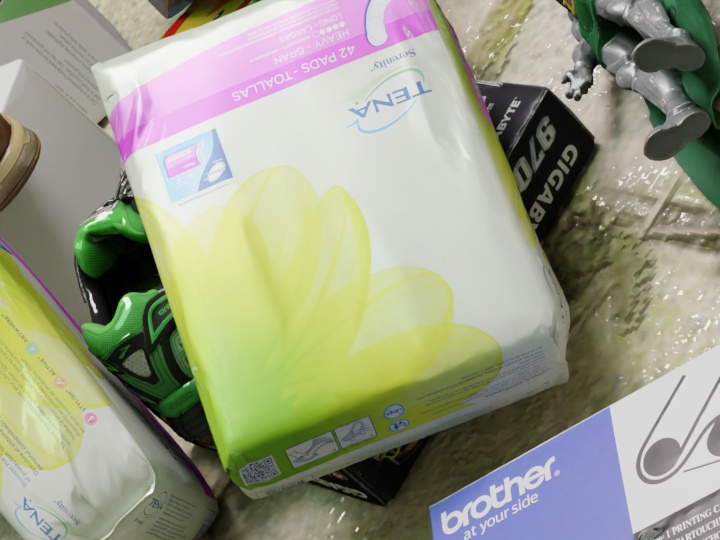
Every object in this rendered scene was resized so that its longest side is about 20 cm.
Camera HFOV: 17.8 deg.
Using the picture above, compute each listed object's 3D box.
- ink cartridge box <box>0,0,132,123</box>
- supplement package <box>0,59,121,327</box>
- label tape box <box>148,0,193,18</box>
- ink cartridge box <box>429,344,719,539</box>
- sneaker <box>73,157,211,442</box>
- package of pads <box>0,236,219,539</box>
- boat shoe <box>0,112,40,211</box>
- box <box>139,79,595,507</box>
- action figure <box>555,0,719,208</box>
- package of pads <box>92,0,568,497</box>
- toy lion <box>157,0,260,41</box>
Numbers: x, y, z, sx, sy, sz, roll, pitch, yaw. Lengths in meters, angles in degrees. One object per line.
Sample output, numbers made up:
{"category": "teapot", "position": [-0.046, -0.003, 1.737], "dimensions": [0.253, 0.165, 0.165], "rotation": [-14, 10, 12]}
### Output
{"category": "ink cartridge box", "position": [-0.249, -0.104, 1.338], "dimensions": [0.200, 0.145, 0.088], "rotation": [-45, 35, 4]}
{"category": "supplement package", "position": [-0.209, 0.010, 1.216], "dimensions": [0.116, 0.117, 0.201], "rotation": [-14, 48, 38]}
{"category": "label tape box", "position": [-0.070, -0.223, 1.233], "dimensions": [0.144, 0.063, 0.200], "rotation": [-44, 0, -8]}
{"category": "ink cartridge box", "position": [0.120, 0.090, 0.865], "dimensions": [0.199, 0.044, 0.094], "rotation": [-32, 38, 23]}
{"category": "sneaker", "position": [-0.090, -0.020, 1.072], "dimensions": [0.078, 0.085, 0.201], "rotation": [-34, 37, 20]}
{"category": "package of pads", "position": [-0.154, 0.048, 1.022], "dimensions": [0.068, 0.155, 0.200], "rotation": [-42, 77, -2]}
{"category": "boat shoe", "position": [-0.241, -0.076, 1.172], "dimensions": [0.199, 0.068, 0.072], "rotation": [13, 66, 49]}
{"category": "box", "position": [0.000, 0.000, 1.071], "dimensions": [0.158, 0.046, 0.201], "rotation": [11, 65, 50]}
{"category": "action figure", "position": [0.113, -0.117, 1.029], "dimensions": [0.054, 0.119, 0.200], "rotation": [-12, 28, -6]}
{"category": "package of pads", "position": [-0.010, -0.022, 0.970], "dimensions": [0.153, 0.068, 0.201], "rotation": [-21, 68, 1]}
{"category": "toy lion", "position": [-0.053, -0.134, 1.208], "dimensions": [0.191, 0.069, 0.200], "rotation": [-38, 18, 20]}
